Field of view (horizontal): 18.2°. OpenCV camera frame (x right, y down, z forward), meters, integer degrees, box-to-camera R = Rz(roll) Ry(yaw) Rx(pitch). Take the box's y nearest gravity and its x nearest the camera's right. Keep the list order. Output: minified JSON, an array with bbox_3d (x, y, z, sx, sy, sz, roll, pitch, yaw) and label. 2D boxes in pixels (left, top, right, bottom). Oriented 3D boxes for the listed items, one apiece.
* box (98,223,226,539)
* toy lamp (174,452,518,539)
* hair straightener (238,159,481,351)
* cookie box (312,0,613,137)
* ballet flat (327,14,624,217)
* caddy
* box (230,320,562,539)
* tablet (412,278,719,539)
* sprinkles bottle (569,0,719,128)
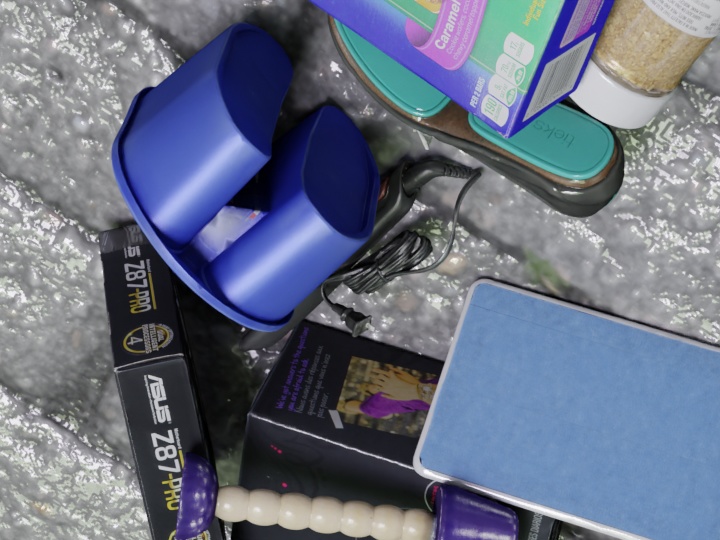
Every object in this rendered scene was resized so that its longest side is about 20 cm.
[{"bbox_3d":[-0.121,0.095,1.410,0.049,0.162,0.201,-12,122,-5],"label":"box"},{"bbox_3d":[-0.007,0.146,1.317,0.198,0.058,0.059,7,127,-2],"label":"toy lamp"},{"bbox_3d":[0.000,0.000,1.367,0.199,0.041,0.077,-33,74,27],"label":"hair straightener"},{"bbox_3d":[0.041,-0.198,1.153,0.200,0.075,0.172,37,132,19],"label":"cookie box"},{"bbox_3d":[0.061,-0.089,1.261,0.200,0.068,0.069,38,165,21],"label":"ballet flat"},{"bbox_3d":[-0.070,-0.049,1.276,0.105,0.200,0.141,-40,105,19],"label":"caddy"},{"bbox_3d":[0.030,0.132,1.416,0.198,0.106,0.123,17,128,10],"label":"box"},{"bbox_3d":[0.142,0.090,1.340,0.198,0.131,0.014,16,161,10],"label":"tablet"},{"bbox_3d":[0.179,-0.163,1.174,0.068,0.068,0.200,34,128,-5],"label":"sprinkles bottle"}]
